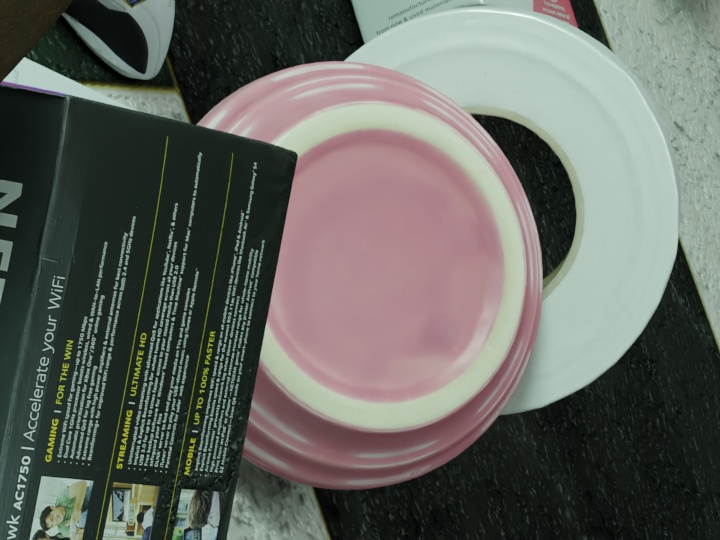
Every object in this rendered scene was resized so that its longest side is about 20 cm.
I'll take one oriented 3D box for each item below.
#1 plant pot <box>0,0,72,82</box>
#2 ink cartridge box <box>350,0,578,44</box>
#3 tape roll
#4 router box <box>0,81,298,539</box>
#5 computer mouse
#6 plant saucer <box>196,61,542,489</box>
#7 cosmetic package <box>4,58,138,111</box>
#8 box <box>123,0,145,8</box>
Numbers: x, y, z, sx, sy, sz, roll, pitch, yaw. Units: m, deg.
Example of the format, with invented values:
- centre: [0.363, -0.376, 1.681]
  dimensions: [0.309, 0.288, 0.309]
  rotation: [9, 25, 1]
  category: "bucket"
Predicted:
- centre: [-0.195, -0.098, 0.991]
  dimensions: [0.187, 0.199, 0.188]
  rotation: [45, 33, -40]
  category: "plant pot"
- centre: [0.039, -0.226, 1.707]
  dimensions: [0.145, 0.084, 0.201]
  rotation: [7, 65, -62]
  category: "ink cartridge box"
- centre: [0.060, -0.031, 1.438]
  dimensions: [0.071, 0.201, 0.204]
  rotation: [-45, 111, -80]
  category: "tape roll"
- centre: [-0.101, 0.037, 1.122]
  dimensions: [0.149, 0.051, 0.202]
  rotation: [12, 88, -55]
  category: "router box"
- centre: [-0.139, -0.167, 1.346]
  dimensions: [0.200, 0.044, 0.110]
  rotation: [44, 33, -41]
  category: "computer mouse"
- centre: [0.000, 0.000, 1.340]
  dimensions: [0.199, 0.051, 0.202]
  rotation: [3, 82, -23]
  category: "plant saucer"
- centre: [-0.148, -0.028, 1.176]
  dimensions: [0.200, 0.074, 0.102]
  rotation: [27, 51, -56]
  category: "cosmetic package"
- centre: [-0.092, -0.225, 1.353]
  dimensions: [0.070, 0.064, 0.201]
  rotation: [40, 43, -37]
  category: "box"
